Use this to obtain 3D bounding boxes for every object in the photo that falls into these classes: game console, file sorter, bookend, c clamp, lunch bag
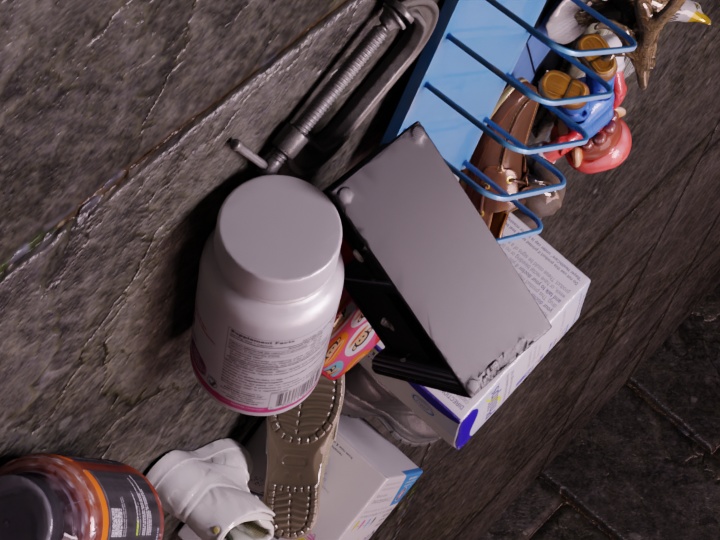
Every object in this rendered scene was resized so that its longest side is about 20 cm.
[{"bbox_3d":[0.152,-0.201,1.667,0.177,0.031,0.200,-50,165,-2],"label":"game console"},{"bbox_3d":[0.124,-0.137,1.496,0.138,0.122,0.201,-14,136,-51],"label":"file sorter"},{"bbox_3d":[0.029,-0.011,1.442,0.092,0.201,0.198,-38,-164,-16],"label":"bookend"},{"bbox_3d":[-0.009,-0.140,1.363,0.200,0.027,0.171,-49,164,-4],"label":"c clamp"},{"bbox_3d":[0.000,0.000,1.605,0.200,0.082,0.176,-50,164,-1],"label":"lunch bag"}]

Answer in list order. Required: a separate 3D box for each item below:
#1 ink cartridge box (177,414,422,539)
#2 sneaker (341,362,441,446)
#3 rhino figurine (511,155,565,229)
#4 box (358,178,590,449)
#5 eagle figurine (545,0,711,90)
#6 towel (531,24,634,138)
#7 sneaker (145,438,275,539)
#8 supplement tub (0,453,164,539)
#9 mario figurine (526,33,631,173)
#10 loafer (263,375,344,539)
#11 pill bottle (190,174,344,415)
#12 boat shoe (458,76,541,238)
[{"bbox_3d":[-0.062,0.246,1.874,0.201,0.144,0.147,-52,165,8],"label":"ink cartridge box"},{"bbox_3d":[0.049,0.128,1.883,0.091,0.076,0.199,-36,143,28],"label":"sneaker"},{"bbox_3d":[0.154,-0.077,1.818,0.060,0.087,0.200,-48,180,-16],"label":"rhino figurine"},{"bbox_3d":[0.096,0.038,1.771,0.200,0.184,0.105,-45,165,-16],"label":"box"},{"bbox_3d":[0.263,-0.269,1.662,0.151,0.151,0.201,-25,-139,29],"label":"eagle figurine"},{"bbox_3d":[0.266,-0.249,1.889,0.192,0.035,0.201,-35,161,-36],"label":"towel"},{"bbox_3d":[-0.127,0.226,1.708,0.074,0.115,0.200,-55,165,11],"label":"sneaker"},{"bbox_3d":[-0.231,0.195,1.366,0.107,0.107,0.200,-51,164,2],"label":"supplement tub"},{"bbox_3d":[0.214,-0.169,1.797,0.122,0.107,0.200,-11,158,6],"label":"mario figurine"},{"bbox_3d":[-0.061,0.163,1.762,0.068,0.075,0.202,-129,-129,-85],"label":"loafer"},{"bbox_3d":[-0.073,0.020,1.389,0.113,0.113,0.201,-41,162,-29],"label":"pill bottle"},{"bbox_3d":[0.131,-0.086,1.671,0.072,0.067,0.201,-26,144,-53],"label":"boat shoe"}]
